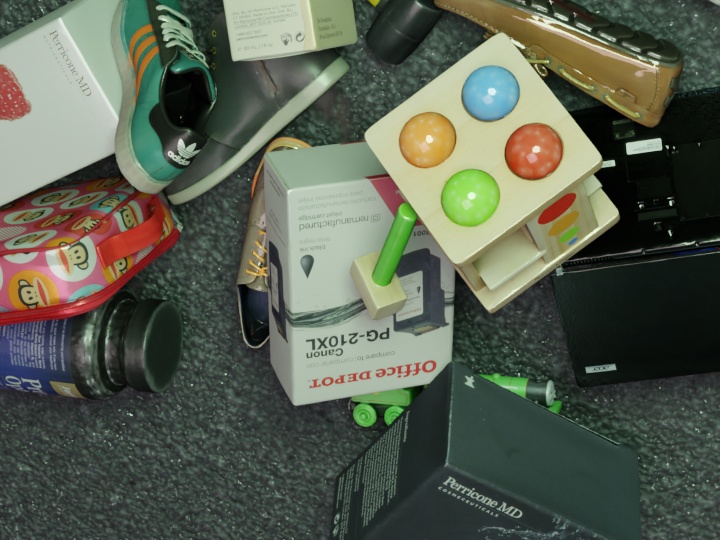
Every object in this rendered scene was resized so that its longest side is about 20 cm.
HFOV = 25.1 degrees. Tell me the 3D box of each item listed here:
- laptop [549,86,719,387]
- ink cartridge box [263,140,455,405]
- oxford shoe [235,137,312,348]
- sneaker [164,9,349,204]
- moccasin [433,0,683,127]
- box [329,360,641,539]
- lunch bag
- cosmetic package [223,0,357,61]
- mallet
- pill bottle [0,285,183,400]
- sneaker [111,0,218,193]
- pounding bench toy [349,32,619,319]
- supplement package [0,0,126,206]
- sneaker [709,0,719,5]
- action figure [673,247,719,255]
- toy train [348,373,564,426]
[{"bbox_3d":[0.239,-0.026,1.263,0.177,0.103,0.201,-8,72,15],"label":"laptop"},{"bbox_3d":[0.000,0.000,1.339,0.144,0.084,0.201,-8,118,-15],"label":"ink cartridge box"},{"bbox_3d":[-0.069,-0.020,1.385,0.071,0.073,0.200,13,127,8],"label":"oxford shoe"},{"bbox_3d":[-0.111,-0.147,1.353,0.200,0.075,0.106,-39,94,22],"label":"sneaker"},{"bbox_3d":[0.146,-0.171,1.239,0.201,0.074,0.078,25,121,8],"label":"moccasin"},{"bbox_3d":[0.104,0.209,1.387,0.196,0.118,0.200,26,131,-17],"label":"box"},{"bbox_3d":[-0.246,-0.022,1.386,0.176,0.200,0.082,-9,109,24],"label":"lunch bag"},{"bbox_3d":[-0.063,-0.264,1.221,0.073,0.104,0.201,-4,101,19],"label":"cosmetic package"},{"bbox_3d":[-0.027,-0.242,1.291,0.200,0.041,0.066,36,124,5],"label":"mallet"},{"bbox_3d":[-0.271,0.060,1.488,0.199,0.112,0.112,5,118,18],"label":"pill bottle"},{"bbox_3d":[-0.150,-0.160,1.296,0.080,0.201,0.071,-29,143,33],"label":"sneaker"},{"bbox_3d":[0.067,-0.048,1.177,0.200,0.156,0.124,-36,69,3],"label":"pounding bench toy"},{"bbox_3d":[-0.273,-0.144,1.377,0.200,0.120,0.121,-22,107,28],"label":"supplement package"},{"bbox_3d":[0.187,-0.240,1.194,0.200,0.074,0.116,43,124,6],"label":"sneaker"},{"bbox_3d":[0.267,-0.024,1.290,0.200,0.052,0.066,30,117,0],"label":"action figure"},{"bbox_3d":[0.084,0.114,1.433,0.199,0.042,0.057,3,106,18],"label":"toy train"}]
